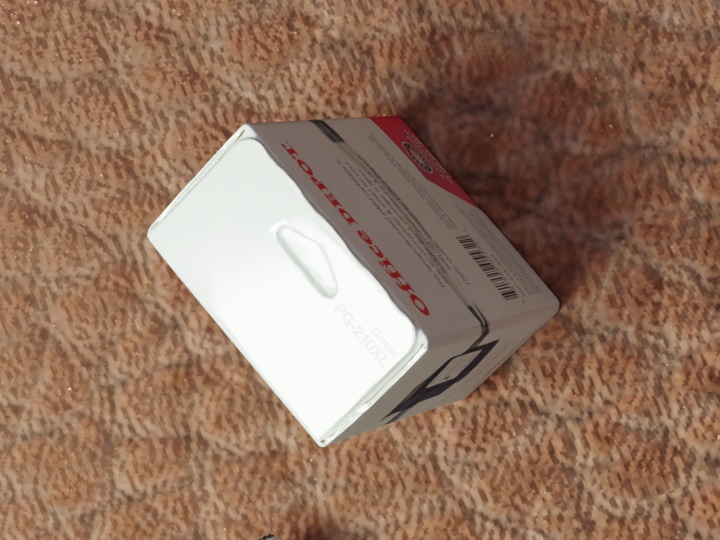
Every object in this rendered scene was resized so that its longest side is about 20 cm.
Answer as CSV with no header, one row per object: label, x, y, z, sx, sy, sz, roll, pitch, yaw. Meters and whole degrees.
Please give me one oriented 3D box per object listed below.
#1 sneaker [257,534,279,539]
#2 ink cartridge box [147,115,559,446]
sneaker,0.019,0.215,1.527,0.087,0.075,0.200,-40,87,13
ink cartridge box,0.000,0.000,1.437,0.084,0.200,0.145,-45,77,20
